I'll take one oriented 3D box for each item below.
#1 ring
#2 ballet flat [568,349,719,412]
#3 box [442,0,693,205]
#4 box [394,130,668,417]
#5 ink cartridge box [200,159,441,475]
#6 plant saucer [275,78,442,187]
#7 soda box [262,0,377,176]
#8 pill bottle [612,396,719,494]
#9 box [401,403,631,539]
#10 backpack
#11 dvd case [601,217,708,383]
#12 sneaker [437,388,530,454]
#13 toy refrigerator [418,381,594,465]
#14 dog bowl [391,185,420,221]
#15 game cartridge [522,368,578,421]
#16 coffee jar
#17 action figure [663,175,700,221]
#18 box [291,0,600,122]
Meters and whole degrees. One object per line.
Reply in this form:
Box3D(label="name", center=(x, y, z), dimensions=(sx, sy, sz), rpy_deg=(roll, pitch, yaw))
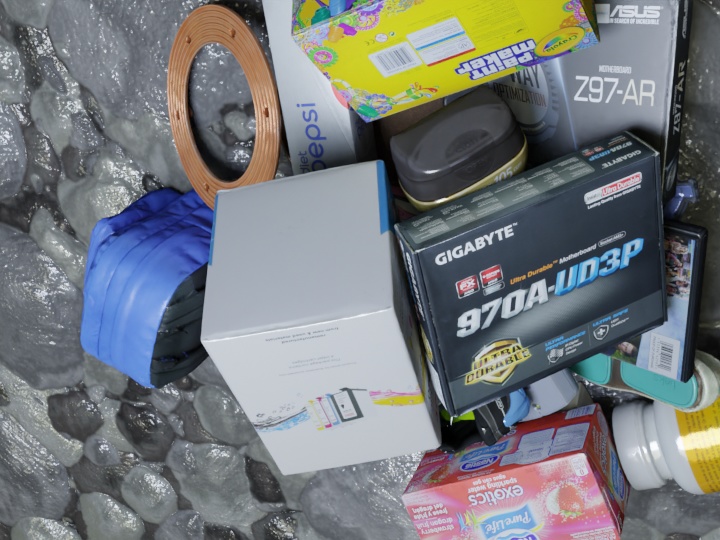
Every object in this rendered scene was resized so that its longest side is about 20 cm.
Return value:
Box3D(label="ring", center=(-0.131, -0.153, 0.907), dimensions=(0.199, 0.019, 0.204), rpy_deg=(22, 119, 46))
Box3D(label="ballet flat", center=(0.258, 0.083, 0.895), dimensions=(0.199, 0.062, 0.069), rpy_deg=(27, 121, 48))
Box3D(label="box", center=(0.163, -0.146, 0.769), dimensions=(0.197, 0.043, 0.163), rpy_deg=(12, 113, 32))
Box3D(label="box", center=(0.135, 0.005, 0.714), dimensions=(0.197, 0.046, 0.161), rpy_deg=(-21, 124, -9))
Box3D(label="ink cartridge box", center=(-0.024, 0.044, 0.756), dimensions=(0.142, 0.149, 0.201), rpy_deg=(-10, 140, 9))
Box3D(label="plant saucer", center=(0.013, -0.150, 0.895), dimensions=(0.197, 0.037, 0.204), rpy_deg=(9, 120, 15))
Box3D(label="soda box", center=(-0.035, -0.177, 0.840), dimensions=(0.067, 0.064, 0.203), rpy_deg=(0, 117, 18))
Box3D(label="pill bottle", center=(0.347, 0.147, 0.884), dimensions=(0.197, 0.113, 0.114), rpy_deg=(-19, 109, 27))
Box3D(label="box", center=(0.153, 0.215, 0.919), dimensions=(0.197, 0.100, 0.097), rpy_deg=(-20, 101, 28))
Box3D(label="backpack", center=(-0.204, 0.017, 0.963), dimensions=(0.165, 0.200, 0.165), rpy_deg=(22, 122, 12))
Box3D(label="dvd case", center=(0.201, 0.005, 0.823), dimensions=(0.198, 0.017, 0.145), rpy_deg=(20, 127, 37))
Box3D(label="sneaker", center=(0.076, 0.133, 0.926), dimensions=(0.198, 0.083, 0.071), rpy_deg=(-2, 125, 53))
Box3D(label="toy refrigerator", center=(0.163, 0.200, 1.004), dimensions=(0.198, 0.070, 0.077), rpy_deg=(-27, 105, 29))
Box3D(label="dog bowl", center=(0.000, 0.000, 0.877), dimensions=(0.196, 0.075, 0.202), rpy_deg=(-2, 139, -1))
Box3D(label="game cartridge", center=(0.120, 0.092, 0.939), dimensions=(0.199, 0.041, 0.134), rpy_deg=(-13, 111, 54))
Box3D(label="coffee jar", center=(0.100, -0.041, 0.755), dimensions=(0.103, 0.086, 0.202), rpy_deg=(-30, 124, -3))
Box3D(label="action figure", center=(0.222, -0.046, 0.858), dimensions=(0.198, 0.104, 0.197), rpy_deg=(13, 115, 38))
Box3D(label="box", center=(0.061, -0.251, 0.716), dimensions=(0.197, 0.196, 0.122), rpy_deg=(-14, 151, 26))
